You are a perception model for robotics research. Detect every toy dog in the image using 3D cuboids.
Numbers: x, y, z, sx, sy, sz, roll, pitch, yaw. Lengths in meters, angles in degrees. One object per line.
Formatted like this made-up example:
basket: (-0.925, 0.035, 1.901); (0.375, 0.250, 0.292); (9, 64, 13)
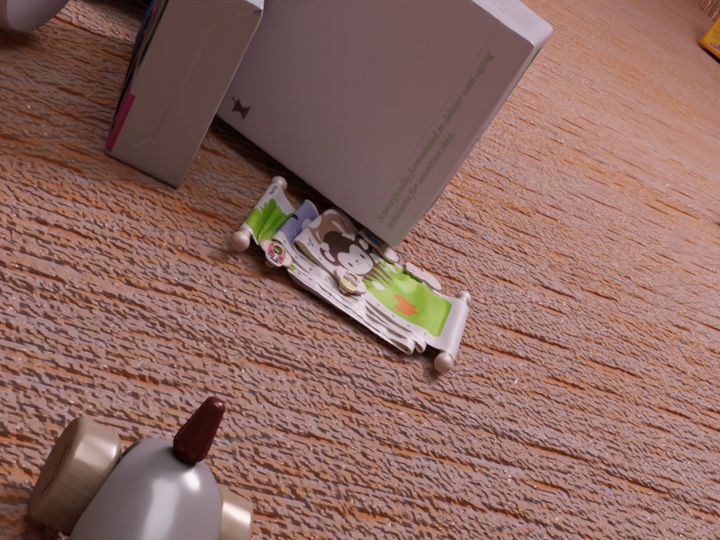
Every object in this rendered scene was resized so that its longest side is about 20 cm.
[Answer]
toy dog: (-0.082, 0.125, 0.428); (0.131, 0.097, 0.201); (16, 33, -34)

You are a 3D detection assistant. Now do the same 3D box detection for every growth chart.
growth chart: (0.000, 0.000, 0.815); (0.199, 0.018, 0.145); (32, 26, -11)

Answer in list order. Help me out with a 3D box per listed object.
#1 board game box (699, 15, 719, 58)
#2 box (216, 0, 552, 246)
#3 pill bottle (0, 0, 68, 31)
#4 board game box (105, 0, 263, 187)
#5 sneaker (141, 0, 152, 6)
board game box: (1.015, -0.580, 2.723); (0.199, 0.201, 0.200); (-1, 44, -51)
box: (0.021, -0.170, 0.898); (0.199, 0.200, 0.171); (37, 21, 4)
pill bottle: (-0.295, -0.266, 0.784); (0.199, 0.113, 0.112); (40, 27, 6)
board game box: (-0.125, -0.180, 0.811); (0.064, 0.148, 0.201); (23, 29, -17)
sneaker: (-0.191, -0.246, 0.934); (0.199, 0.076, 0.115); (32, 30, 15)
